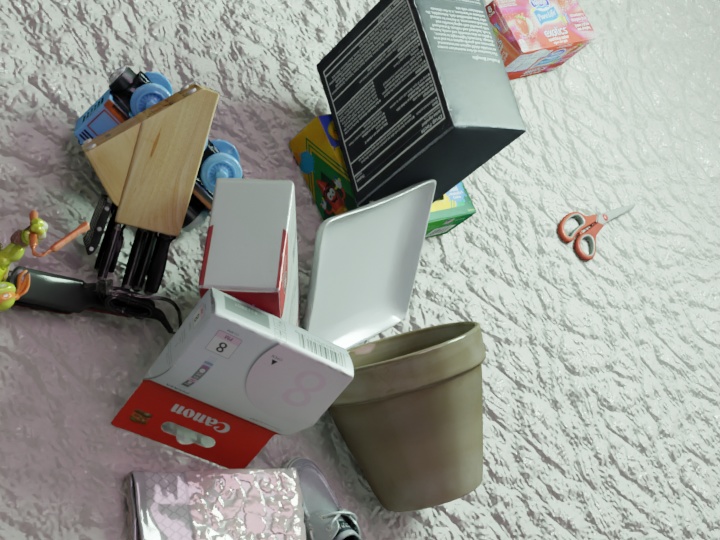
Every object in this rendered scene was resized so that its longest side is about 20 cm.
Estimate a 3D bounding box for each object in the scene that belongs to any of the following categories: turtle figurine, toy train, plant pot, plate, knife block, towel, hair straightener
[{"bbox_3d":[-0.364,-0.023,1.197,0.161,0.200,0.064,52,-1,12],"label":"turtle figurine"},{"bbox_3d":[-0.215,-0.128,1.376,0.200,0.114,0.087,45,9,-21],"label":"toy train"},{"bbox_3d":[0.057,0.166,1.397,0.200,0.200,0.174,-18,95,-44],"label":"plant pot"},{"bbox_3d":[0.000,0.000,1.453,0.032,0.201,0.199,30,35,30],"label":"plate"},{"bbox_3d":[-0.204,-0.075,1.305,0.199,0.064,0.176,-31,110,-8],"label":"knife block"},{"bbox_3d":[-0.135,0.291,1.239,0.190,0.032,0.201,6,63,-28],"label":"towel"},{"bbox_3d":[-0.263,0.034,1.270,0.199,0.077,0.041,19,72,-34],"label":"hair straightener"}]

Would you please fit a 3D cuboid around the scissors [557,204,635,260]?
[{"bbox_3d":[0.356,-0.081,1.887,0.073,0.014,0.200,50,46,-2],"label":"scissors"}]

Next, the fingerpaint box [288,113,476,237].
[{"bbox_3d":[0.031,-0.119,1.600,0.199,0.073,0.167,-13,74,-43],"label":"fingerpaint box"}]

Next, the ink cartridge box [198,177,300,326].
[{"bbox_3d":[-0.111,0.025,1.302,0.082,0.200,0.147,3,51,2],"label":"ink cartridge box"}]

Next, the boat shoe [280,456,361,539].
[{"bbox_3d":[-0.025,0.284,1.321,0.070,0.071,0.202,-7,69,-41],"label":"boat shoe"}]

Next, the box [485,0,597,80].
[{"bbox_3d":[0.250,-0.354,1.898,0.200,0.100,0.096,-19,79,-43],"label":"box"}]

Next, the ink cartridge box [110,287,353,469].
[{"bbox_3d":[-0.128,0.126,1.235,0.162,0.200,0.057,26,25,-26],"label":"ink cartridge box"}]

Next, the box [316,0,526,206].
[{"bbox_3d":[0.068,-0.204,1.488,0.123,0.200,0.199,0,66,-37],"label":"box"}]
